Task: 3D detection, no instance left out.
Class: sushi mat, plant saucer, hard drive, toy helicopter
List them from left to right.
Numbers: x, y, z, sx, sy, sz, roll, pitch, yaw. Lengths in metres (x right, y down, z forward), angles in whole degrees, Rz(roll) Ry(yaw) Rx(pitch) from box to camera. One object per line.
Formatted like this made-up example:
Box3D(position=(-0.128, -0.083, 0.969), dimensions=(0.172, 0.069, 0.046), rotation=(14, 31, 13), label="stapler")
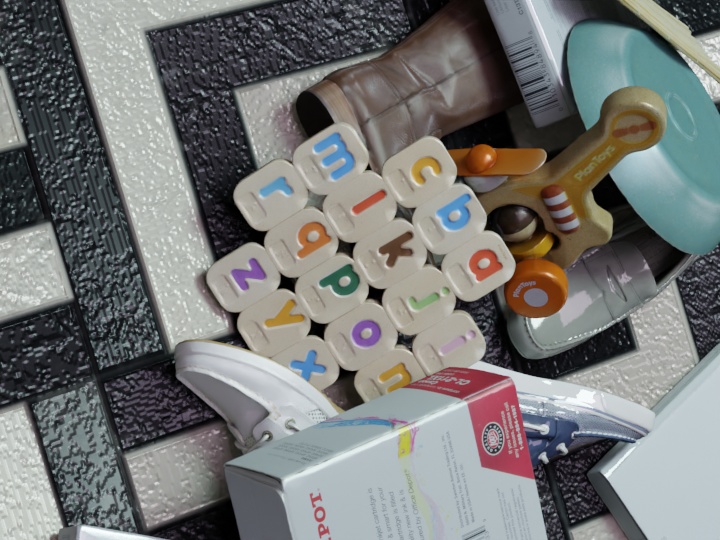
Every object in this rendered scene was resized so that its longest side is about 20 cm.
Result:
Box3D(position=(0.135, -0.066, 1.573), dimensions=(0.132, 0.200, 0.079), rotation=(33, 38, -19), label="toy helicopter")
Box3D(position=(0.217, -0.204, 1.717), dimensions=(0.012, 0.096, 0.200), rotation=(-47, 135, 14), label="sushi mat")
Box3D(position=(0.229, -0.109, 1.677), dimensions=(0.200, 0.036, 0.201), rotation=(36, 38, -34), label="plant saucer")
Box3D(position=(0.281, 0.150, 1.762), dimensions=(0.200, 0.026, 0.132), rotation=(-41, 102, -28), label="hard drive")

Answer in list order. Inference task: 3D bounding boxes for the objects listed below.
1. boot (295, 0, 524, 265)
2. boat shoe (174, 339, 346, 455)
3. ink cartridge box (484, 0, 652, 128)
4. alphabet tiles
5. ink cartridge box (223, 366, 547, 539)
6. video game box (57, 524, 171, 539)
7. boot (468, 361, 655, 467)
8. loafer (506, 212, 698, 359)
Box3D(position=(0.069, -0.098, 1.668), dimensions=(0.200, 0.064, 0.187), rotation=(-32, 100, -33), label="boot")
Box3D(position=(-0.053, 0.118, 1.558), dimensions=(0.199, 0.071, 0.070), rotation=(33, 67, -22), label="boat shoe")
Box3D(position=(0.149, -0.225, 1.718), dimensions=(0.200, 0.043, 0.197), rotation=(-31, 99, -60), label="ink cartridge box")
Box3D(position=(0.000, 0.000, 1.578), dimensions=(0.195, 0.015, 0.201), rotation=(-31, 101, 8), label="alphabet tiles")
Box3D(position=(0.020, 0.168, 1.521), dimensions=(0.199, 0.083, 0.147), rotation=(-20, 106, -30), label="ink cartridge box")
Box3D(position=(-0.120, 0.279, 1.512), dimensions=(0.199, 0.047, 0.183), rotation=(14, 73, -27), label="video game box")
Box3D(position=(0.122, 0.125, 1.661), dimensions=(0.199, 0.073, 0.091), rotation=(14, 83, -18), label="boot")
Box3D(position=(0.194, 0.002, 1.711), dimensions=(0.200, 0.070, 0.070), rotation=(-37, 100, -28), label="loafer")
